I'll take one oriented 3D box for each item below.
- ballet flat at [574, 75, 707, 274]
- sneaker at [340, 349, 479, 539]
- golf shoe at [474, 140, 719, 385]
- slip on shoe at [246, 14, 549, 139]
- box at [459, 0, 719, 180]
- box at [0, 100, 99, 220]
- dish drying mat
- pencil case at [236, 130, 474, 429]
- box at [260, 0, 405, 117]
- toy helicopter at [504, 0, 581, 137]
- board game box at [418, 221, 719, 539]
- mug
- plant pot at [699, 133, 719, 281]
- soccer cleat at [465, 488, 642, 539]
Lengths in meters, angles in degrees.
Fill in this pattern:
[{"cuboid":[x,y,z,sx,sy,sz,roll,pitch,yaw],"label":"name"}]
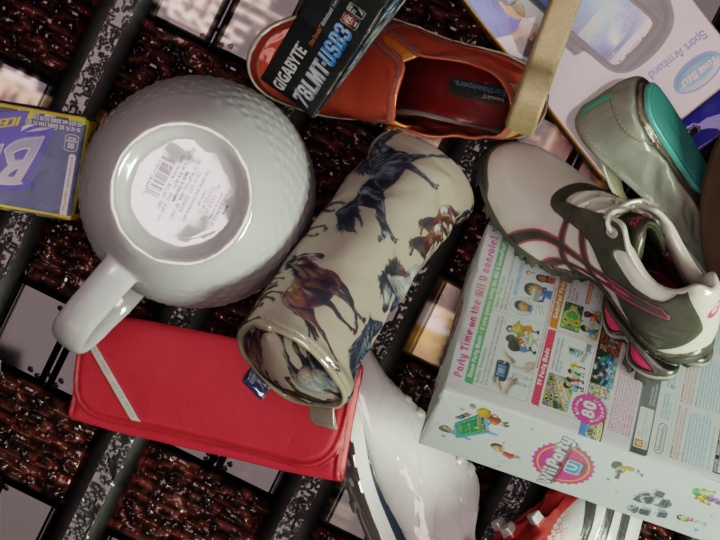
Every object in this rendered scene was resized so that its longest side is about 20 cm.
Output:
[{"cuboid":[0.206,-0.043,1.517,0.064,0.067,0.200,-24,122,30],"label":"ballet flat"},{"cuboid":[0.028,0.124,1.540,0.080,0.076,0.200,-22,96,-10],"label":"sneaker"},{"cuboid":[0.154,-0.025,1.475,0.077,0.088,0.200,-30,63,-31],"label":"golf shoe"},{"cuboid":[0.020,-0.122,1.515,0.200,0.061,0.074,13,107,14],"label":"slip on shoe"},{"cuboid":[0.157,-0.154,1.536,0.119,0.041,0.200,-39,89,2],"label":"box"},{"cuboid":[-0.274,-0.082,1.532,0.200,0.064,0.070,10,93,0],"label":"box"},{"cuboid":[-0.096,0.079,1.521,0.200,0.018,0.077,11,91,24],"label":"dish drying mat"},{"cuboid":[0.000,0.000,1.477,0.078,0.090,0.200,12,48,29],"label":"pencil case"},{"cuboid":[0.034,-0.209,1.423,0.050,0.199,0.200,37,65,0],"label":"box"},{"cuboid":[0.132,-0.178,1.443,0.079,0.132,0.200,20,85,-1],"label":"toy helicopter"},{"cuboid":[0.153,0.069,1.495,0.200,0.064,0.148,19,50,-1],"label":"board game box"},{"cuboid":[-0.120,-0.029,1.476,0.148,0.175,0.200,41,92,-1],"label":"mug"},{"cuboid":[0.336,-0.030,1.439,0.200,0.175,0.201,0,90,-26],"label":"plant pot"},{"cuboid":[0.130,0.178,1.514,0.200,0.069,0.085,-43,104,-24],"label":"soccer cleat"}]
